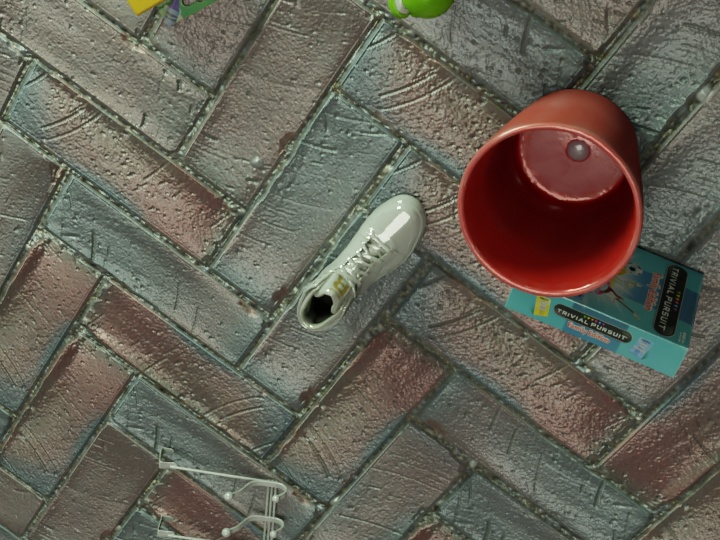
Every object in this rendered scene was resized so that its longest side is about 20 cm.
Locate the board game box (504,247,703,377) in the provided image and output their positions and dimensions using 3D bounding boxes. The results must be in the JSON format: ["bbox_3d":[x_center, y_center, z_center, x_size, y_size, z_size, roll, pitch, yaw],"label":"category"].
[{"bbox_3d":[0.279,0.022,1.508,0.200,0.151,0.047,22,128,6],"label":"board game box"}]

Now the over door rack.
[{"bbox_3d":[-0.209,0.356,1.933,0.199,0.067,0.148,14,122,12],"label":"over door rack"}]

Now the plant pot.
[{"bbox_3d":[0.220,-0.100,1.444,0.200,0.177,0.201,9,121,15],"label":"plant pot"}]

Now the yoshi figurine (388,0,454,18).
[{"bbox_3d":[0.071,-0.350,1.398,0.112,0.112,0.200,9,125,8],"label":"yoshi figurine"}]

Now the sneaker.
[{"bbox_3d":[0.000,0.000,1.621,0.074,0.116,0.200,40,123,-4],"label":"sneaker"}]

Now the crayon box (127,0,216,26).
[{"bbox_3d":[-0.237,-0.382,1.523,0.126,0.052,0.200,-21,110,29],"label":"crayon box"}]
